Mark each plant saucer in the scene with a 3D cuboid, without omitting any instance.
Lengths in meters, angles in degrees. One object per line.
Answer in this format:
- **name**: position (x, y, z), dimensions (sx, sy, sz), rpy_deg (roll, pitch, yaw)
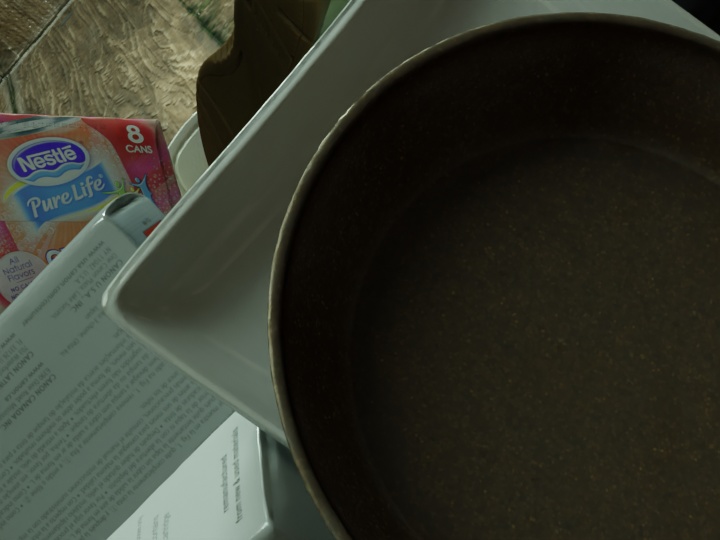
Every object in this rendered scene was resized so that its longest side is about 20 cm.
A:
- **plant saucer**: position (0.070, 0.024, 0.519), dimensions (0.201, 0.200, 0.037), rpy_deg (-58, -2, -23)

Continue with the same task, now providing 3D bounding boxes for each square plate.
- **square plate**: position (0.057, 0.001, 0.561), dimensions (0.199, 0.199, 0.028), rpy_deg (-52, -4, -24)

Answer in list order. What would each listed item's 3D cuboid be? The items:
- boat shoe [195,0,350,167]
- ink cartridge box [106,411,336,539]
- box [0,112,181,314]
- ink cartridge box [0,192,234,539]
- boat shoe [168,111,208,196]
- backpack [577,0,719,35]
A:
- **boat shoe**: position (-0.019, -0.075, 0.733), dimensions (0.062, 0.074, 0.200), rpy_deg (-20, -18, -23)
- **ink cartridge box**: position (-0.045, 0.161, 0.562), dimensions (0.200, 0.144, 0.085), rpy_deg (-45, 20, 14)
- **box**: position (-0.158, 0.023, 0.806), dimensions (0.200, 0.102, 0.095), rpy_deg (-46, 53, 48)
- **ink cartridge box**: position (-0.070, 0.097, 0.684), dimensions (0.162, 0.200, 0.050), rpy_deg (-43, 5, 17)
- **boat shoe**: position (-0.016, -0.084, 1.008), dimensions (0.199, 0.074, 0.060), rpy_deg (-31, -2, -13)
- **backpack**: position (0.088, -0.056, 0.665), dimensions (0.200, 0.163, 0.154), rpy_deg (-43, 3, 16)
